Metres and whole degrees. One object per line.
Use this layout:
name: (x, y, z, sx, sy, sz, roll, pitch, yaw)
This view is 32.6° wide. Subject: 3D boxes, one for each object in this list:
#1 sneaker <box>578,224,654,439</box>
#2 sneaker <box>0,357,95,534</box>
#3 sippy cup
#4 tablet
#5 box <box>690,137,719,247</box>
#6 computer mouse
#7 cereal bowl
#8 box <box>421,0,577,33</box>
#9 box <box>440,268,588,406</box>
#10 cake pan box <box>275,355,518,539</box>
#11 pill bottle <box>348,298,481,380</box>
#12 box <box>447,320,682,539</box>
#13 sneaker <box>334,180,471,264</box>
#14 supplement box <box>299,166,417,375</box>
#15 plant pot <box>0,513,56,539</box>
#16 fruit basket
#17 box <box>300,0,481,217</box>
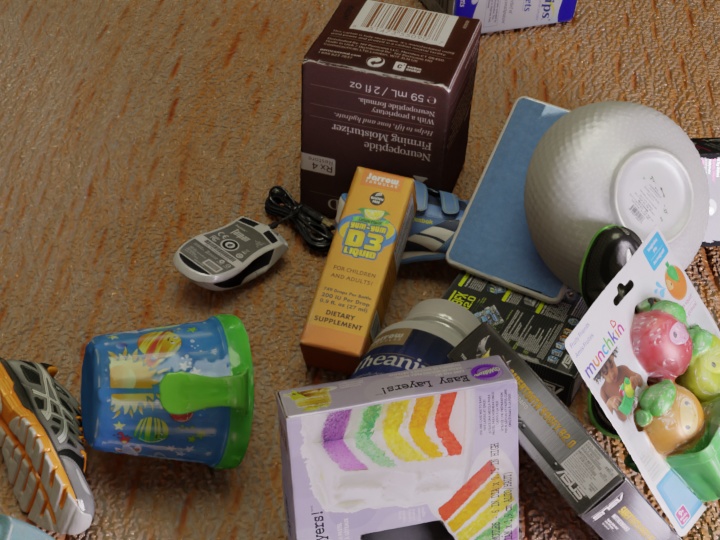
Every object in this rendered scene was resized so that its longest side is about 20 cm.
sneaker: (0.250, 0.056, 1.135, 0.077, 0.200, 0.084, -5, 0, -15)
sneaker: (-0.273, 0.144, 1.079, 0.077, 0.078, 0.200, -3, 43, -41)
sippy cup: (-0.171, 0.105, 1.064, 0.130, 0.178, 0.140, 1, 49, -22)
tablet: (0.183, -0.075, 1.267, 0.130, 0.014, 0.200, 21, 79, 20)
box: (0.335, -0.086, 1.350, 0.200, 0.106, 0.122, -3, 14, -7)
computer mouse: (-0.120, -0.024, 1.319, 0.110, 0.044, 0.200, 35, 43, 26)
cereal bowl: (0.265, -0.070, 1.209, 0.200, 0.201, 0.083, -17, 7, -23)
box: (0.191, -0.435, 1.790, 0.200, 0.105, 0.184, -11, 41, -16)
box: (0.175, 0.038, 1.264, 0.160, 0.044, 0.200, 19, 41, 19)
cake pan box: (0.032, 0.175, 0.970, 0.184, 0.200, 0.052, -6, 24, -9)
pill bottle: (0.043, 0.116, 1.105, 0.111, 0.111, 0.200, 17, 41, 16)
box: (0.173, 0.150, 1.043, 0.048, 0.158, 0.200, -42, 47, 4)
sneaker: (0.067, -0.057, 1.310, 0.200, 0.082, 0.074, -10, 22, 0)
supplement box: (0.000, 0.000, 1.217, 0.066, 0.069, 0.200, 12, 65, 11)
plant pot: (-0.288, 0.268, 0.826, 0.195, 0.200, 0.197, 3, 40, -2)
fruit basket: (0.266, 0.087, 1.032, 0.094, 0.200, 0.185, -12, 23, 46)
box: (0.033, -0.176, 1.388, 0.166, 0.200, 0.164, 12, 40, 11)
